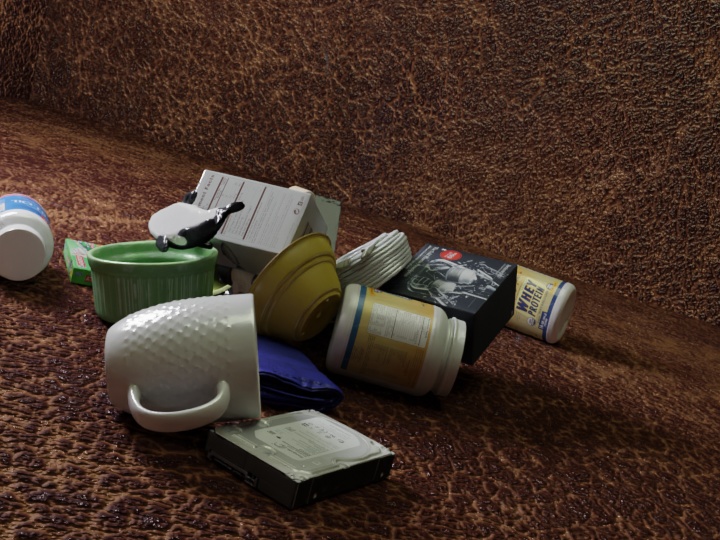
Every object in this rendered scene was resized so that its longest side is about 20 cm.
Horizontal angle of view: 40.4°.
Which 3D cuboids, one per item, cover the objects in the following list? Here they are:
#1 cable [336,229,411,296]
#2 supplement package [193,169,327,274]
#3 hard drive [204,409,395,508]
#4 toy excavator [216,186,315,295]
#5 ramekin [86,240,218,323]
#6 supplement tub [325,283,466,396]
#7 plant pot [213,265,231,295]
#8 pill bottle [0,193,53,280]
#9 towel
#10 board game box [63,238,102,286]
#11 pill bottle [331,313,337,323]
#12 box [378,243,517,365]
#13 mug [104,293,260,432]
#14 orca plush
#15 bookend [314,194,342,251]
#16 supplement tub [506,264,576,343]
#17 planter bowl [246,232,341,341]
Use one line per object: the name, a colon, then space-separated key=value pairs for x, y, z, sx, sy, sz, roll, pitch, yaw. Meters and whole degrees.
cable: x=0.000 y=0.000 z=1.686 sx=0.199 sy=0.070 sz=0.199 roll=-28 pitch=4 yaw=46
supplement package: x=-0.173 y=-0.069 z=1.597 sx=0.198 sy=0.118 sz=0.117 roll=14 pitch=-21 yaw=20
hard drive: x=-0.067 y=0.213 z=1.145 sx=0.139 sy=0.038 sz=0.199 roll=22 pitch=13 yaw=32
toy excavator: x=-0.150 y=-0.026 z=1.707 sx=0.099 sy=0.196 sz=0.200 roll=19 pitch=39 yaw=27
ramekin: x=-0.318 y=0.019 z=1.507 sx=0.197 sy=0.099 sz=0.200 roll=1 pitch=11 yaw=0
supplement tub: x=0.055 y=0.114 z=1.546 sx=0.197 sy=0.146 sz=0.145 roll=16 pitch=10 yaw=-3
plant pot: x=-0.228 y=-0.033 z=1.856 sx=0.198 sy=0.202 sz=0.190 roll=22 pitch=-1 yaw=30
pill bottle: x=-0.551 y=-0.050 z=1.573 sx=0.111 sy=0.114 sz=0.200 roll=11 pitch=12 yaw=-24
towel: x=-0.125 y=0.144 z=1.407 sx=0.146 sy=0.050 sz=0.200 roll=19 pitch=8 yaw=-28
board game box: x=-0.451 y=-0.008 z=1.734 sx=0.133 sy=0.029 sz=0.200 roll=11 pitch=12 yaw=-23
pill bottle: x=-0.072 y=0.041 z=1.826 sx=0.198 sy=0.112 sz=0.111 roll=6 pitch=14 yaw=-42
box: x=0.154 y=0.053 z=1.703 sx=0.180 sy=0.105 sz=0.200 roll=15 pitch=31 yaw=25
mug: x=-0.206 y=0.119 z=1.139 sx=0.173 sy=0.149 sz=0.201 roll=-4 pitch=28 yaw=-6
orca plush: x=-0.243 y=-0.066 z=1.496 sx=0.198 sy=0.106 sz=0.071 roll=-18 pitch=-43 yaw=37
bookend: x=-0.116 y=-0.024 z=2.083 sx=0.091 sy=0.199 sz=0.202 roll=14 pitch=55 yaw=-9
supplement tub: x=0.385 y=0.071 z=2.273 sx=0.198 sy=0.146 sz=0.144 roll=20 pitch=11 yaw=22
planter bowl: x=-0.089 y=0.047 z=1.515 sx=0.083 sy=0.201 sz=0.200 roll=41 pitch=20 yaw=21
